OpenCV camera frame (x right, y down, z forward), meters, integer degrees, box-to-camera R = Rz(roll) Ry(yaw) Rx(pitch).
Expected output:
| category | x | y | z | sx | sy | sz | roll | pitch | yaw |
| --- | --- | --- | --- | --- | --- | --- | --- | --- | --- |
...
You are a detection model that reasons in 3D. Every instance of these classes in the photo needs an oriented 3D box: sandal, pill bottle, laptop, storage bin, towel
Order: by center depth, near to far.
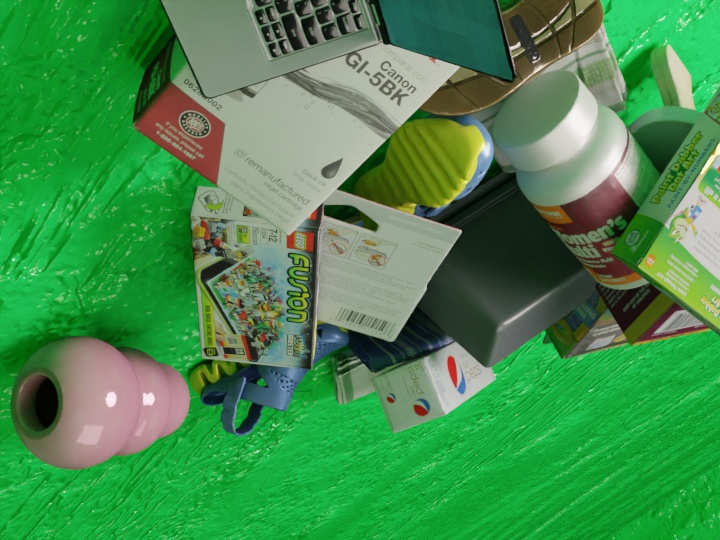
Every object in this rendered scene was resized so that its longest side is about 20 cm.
| category | x | y | z | sx | sy | sz | roll | pitch | yaw |
| --- | --- | --- | --- | --- | --- | --- | --- | --- | --- |
| laptop | -0.038 | -0.180 | 0.581 | 0.198 | 0.116 | 0.188 | -16 | 124 | 10 |
| sandal | 0.109 | -0.182 | 0.861 | 0.199 | 0.081 | 0.054 | -28 | -172 | -19 |
| sandal | 0.065 | -0.091 | 0.939 | 0.086 | 0.080 | 0.200 | -23 | 178 | -25 |
| pill bottle | 0.211 | -0.082 | 0.968 | 0.109 | 0.110 | 0.200 | -36 | 123 | 17 |
| towel | 0.171 | -0.171 | 0.985 | 0.149 | 0.031 | 0.200 | -33 | 151 | 9 |
| storage bin | 0.148 | 0.005 | 1.096 | 0.199 | 0.134 | 0.146 | -30 | 152 | -23 |
| sandal | -0.093 | 0.117 | 1.157 | 0.199 | 0.088 | 0.079 | -31 | 152 | 21 |
| towel | 0.079 | 0.054 | 1.197 | 0.198 | 0.145 | 0.024 | -22 | 107 | -11 |
| towel | 0.057 | 0.099 | 1.315 | 0.198 | 0.031 | 0.149 | -24 | 160 | -9 |

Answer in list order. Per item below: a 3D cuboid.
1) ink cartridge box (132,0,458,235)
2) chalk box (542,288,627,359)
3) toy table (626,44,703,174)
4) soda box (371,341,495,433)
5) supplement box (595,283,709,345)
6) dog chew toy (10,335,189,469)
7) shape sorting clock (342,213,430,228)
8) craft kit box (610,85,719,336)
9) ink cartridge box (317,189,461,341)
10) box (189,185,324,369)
| category | x | y | z | sx | sy | sz | roll | pitch | yaw |
| --- | --- | --- | --- | --- | --- | --- | --- | --- | --- |
| ink cartridge box | -0.040 | -0.145 | 0.731 | 0.146 | 0.083 | 0.200 | 34 | 119 | -25 |
| chalk box | 0.290 | 0.021 | 1.310 | 0.123 | 0.124 | 0.200 | -8 | 148 | -33 |
| toy table | 0.339 | -0.121 | 1.053 | 0.182 | 0.118 | 0.200 | -7 | 139 | 31 |
| soda box | 0.086 | 0.120 | 1.171 | 0.068 | 0.064 | 0.200 | -24 | 175 | 22 |
| supplement box | 0.318 | -0.033 | 1.157 | 0.130 | 0.201 | 0.103 | -8 | 147 | -32 |
| dog chew toy | -0.244 | 0.130 | 1.040 | 0.124 | 0.125 | 0.199 | -38 | 157 | 21 |
| shape sorting clock | 0.000 | 0.000 | 1.112 | 0.198 | 0.039 | 0.201 | -21 | 151 | -12 |
| craft kit box | 0.351 | -0.048 | 0.961 | 0.199 | 0.048 | 0.199 | 32 | 91 | -32 |
| ink cartridge box | -0.031 | -0.024 | 0.949 | 0.198 | 0.044 | 0.174 | 17 | 137 | -12 |
| box | -0.091 | 0.012 | 0.938 | 0.109 | 0.035 | 0.201 | 6 | 139 | 1 |
